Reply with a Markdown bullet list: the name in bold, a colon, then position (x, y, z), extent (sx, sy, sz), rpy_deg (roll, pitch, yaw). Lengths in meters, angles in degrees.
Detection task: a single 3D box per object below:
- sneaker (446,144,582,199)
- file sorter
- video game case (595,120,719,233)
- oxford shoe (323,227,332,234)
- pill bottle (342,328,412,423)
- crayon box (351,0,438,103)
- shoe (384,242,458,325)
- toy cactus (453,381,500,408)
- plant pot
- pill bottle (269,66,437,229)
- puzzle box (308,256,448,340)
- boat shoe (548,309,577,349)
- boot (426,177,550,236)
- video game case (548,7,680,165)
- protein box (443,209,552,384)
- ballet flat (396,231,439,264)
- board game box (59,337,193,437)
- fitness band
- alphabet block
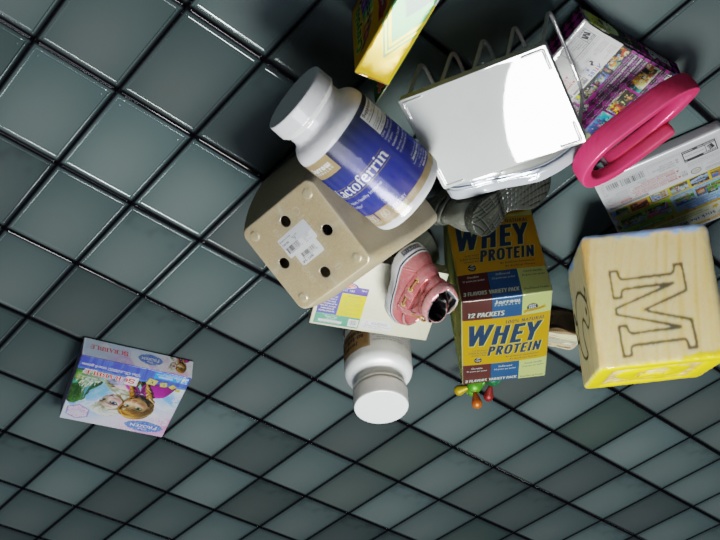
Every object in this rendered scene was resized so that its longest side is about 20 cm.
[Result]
- **sneaker**: position (0.206, -0.158, 1.380), extent (0.197, 0.073, 0.072), rpy_deg (-18, 120, 7)
- **file sorter**: position (0.174, -0.222, 1.288), extent (0.197, 0.125, 0.140), rpy_deg (-17, 122, 26)
- **video game case**: position (0.473, -0.122, 1.527), extent (0.198, 0.023, 0.182), rpy_deg (-24, 134, 19)
- **oxford shoe**: position (0.000, 0.000, 1.588), extent (0.198, 0.072, 0.072), rpy_deg (29, 127, -30)
- **pill bottle**: position (0.028, 0.142, 1.647), extent (0.112, 0.202, 0.115), rpy_deg (-2, 138, -2)
- **crayon box**: position (0.040, -0.318, 1.203), extent (0.050, 0.128, 0.201), rpy_deg (16, 134, -20)
- **shoe**: position (0.088, 0.048, 1.467), extent (0.071, 0.091, 0.201), rpy_deg (-28, 154, -16)
- **toy cactus**: position (0.256, 0.169, 1.784), extent (0.162, 0.103, 0.202), rpy_deg (-2, 133, -19)
- **plant pot**: position (-0.044, -0.065, 1.377), extent (0.199, 0.177, 0.201), rpy_deg (-35, 99, 30)
- **pill bottle**: position (-0.009, -0.153, 1.246), extent (0.199, 0.117, 0.115), rpy_deg (38, 125, -19)
- **puzzle box**: position (0.026, 0.037, 1.565), extent (0.196, 0.026, 0.135), rpy_deg (10, 123, -12)
- **boat shoe**: position (0.301, 0.097, 1.718), extent (0.197, 0.073, 0.065), rpy_deg (12, 135, -25)
- **boot**: position (0.178, -0.115, 1.468), extent (0.130, 0.199, 0.069), rpy_deg (12, 124, 47)
- **video game case**: position (0.305, -0.240, 1.374), extent (0.179, 0.036, 0.200), rpy_deg (21, 132, -24)
- **protein box**: position (0.206, 0.030, 1.539), extent (0.132, 0.201, 0.202), rpy_deg (-7, 138, 1)
- **ballet flat**: position (0.099, 0.006, 1.607), extent (0.066, 0.064, 0.201), rpy_deg (-12, 137, 9)
- **board game box**: position (-0.425, 0.215, 1.811), extent (0.197, 0.042, 0.201), rpy_deg (14, 135, -19)
- **fitness band**: position (0.374, -0.190, 1.364), extent (0.199, 0.038, 0.143), rpy_deg (-38, 159, 7)
- **alphabet block**: position (0.436, 0.061, 1.546), extent (0.193, 0.204, 0.196), rpy_deg (-6, 164, 5)
